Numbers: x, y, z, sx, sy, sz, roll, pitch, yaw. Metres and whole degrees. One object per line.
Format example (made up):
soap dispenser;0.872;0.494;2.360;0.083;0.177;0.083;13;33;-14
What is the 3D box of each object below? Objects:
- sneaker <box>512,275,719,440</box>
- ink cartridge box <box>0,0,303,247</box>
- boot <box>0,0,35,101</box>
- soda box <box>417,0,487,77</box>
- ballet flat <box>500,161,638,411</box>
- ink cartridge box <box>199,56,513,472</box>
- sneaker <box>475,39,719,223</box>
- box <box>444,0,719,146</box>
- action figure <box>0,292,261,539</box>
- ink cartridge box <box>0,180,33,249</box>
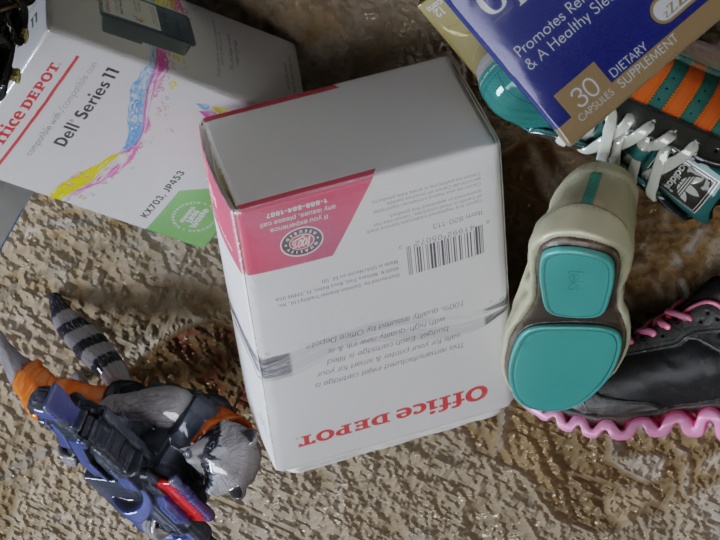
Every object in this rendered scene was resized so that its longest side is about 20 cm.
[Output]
sneaker;0.182;0.047;1.301;0.199;0.079;0.096;3;109;9
ink cartridge box;-0.143;-0.096;1.229;0.199;0.068;0.117;19;133;-28
boot;-0.156;-0.158;1.114;0.203;0.154;0.073;-2;164;23
soda box;0.127;-0.172;1.154;0.200;0.064;0.068;-31;113;29
ballet flat;0.113;0.007;1.210;0.069;0.070;0.200;15;152;3
ink cartridge box;0.000;0.000;1.246;0.146;0.083;0.201;-15;134;-9
sneaker;0.155;-0.071;1.163;0.199;0.080;0.071;8;146;-21
box;0.081;-0.171;1.082;0.121;0.032;0.200;-40;105;8
action figure;-0.140;0.077;1.329;0.193;0.105;0.200;21;160;28
ink cartridge box;-0.291;-0.063;1.304;0.199;0.116;0.068;3;125;11
